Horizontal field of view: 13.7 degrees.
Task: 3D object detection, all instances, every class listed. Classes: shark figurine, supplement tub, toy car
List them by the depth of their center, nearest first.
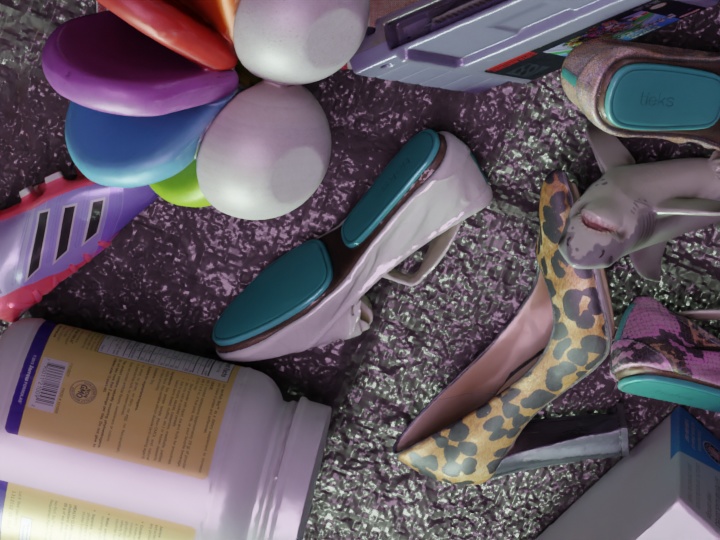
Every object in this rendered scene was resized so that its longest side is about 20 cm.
[{"bbox_3d":[-0.102,-0.126,1.645,0.175,0.150,0.200,38,122,38],"label":"toy car"},{"bbox_3d":[0.202,-0.024,1.740,0.214,0.128,0.090,0,126,-16],"label":"shark figurine"},{"bbox_3d":[-0.128,0.117,1.786,0.200,0.145,0.145,14,111,2],"label":"supplement tub"}]

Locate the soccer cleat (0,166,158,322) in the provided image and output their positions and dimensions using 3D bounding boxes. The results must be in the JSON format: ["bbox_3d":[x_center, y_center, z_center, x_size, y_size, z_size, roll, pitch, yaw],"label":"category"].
[{"bbox_3d":[-0.195,-0.011,1.786,0.200,0.067,0.076,-21,93,19],"label":"soccer cleat"}]

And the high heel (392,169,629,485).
[{"bbox_3d":[0.079,0.038,1.769,0.143,0.071,0.200,-8,118,3],"label":"high heel"}]

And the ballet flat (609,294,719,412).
[{"bbox_3d":[0.238,0.063,1.760,0.200,0.069,0.071,21,71,-20],"label":"ballet flat"}]

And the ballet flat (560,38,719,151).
[{"bbox_3d":[0.197,-0.101,1.700,0.200,0.067,0.068,11,100,-34],"label":"ballet flat"}]

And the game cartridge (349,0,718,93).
[{"bbox_3d":[0.108,-0.144,1.648,0.200,0.130,0.038,-21,71,34],"label":"game cartridge"}]

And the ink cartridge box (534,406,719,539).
[{"bbox_3d":[0.211,0.217,1.781,0.200,0.147,0.146,42,108,-9],"label":"ink cartridge box"}]

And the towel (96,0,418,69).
[{"bbox_3d":[-0.055,-0.188,1.733,0.200,0.023,0.144,4,112,7],"label":"towel"}]

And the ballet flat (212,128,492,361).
[{"bbox_3d":[0.000,0.000,1.776,0.200,0.069,0.069,-42,100,18],"label":"ballet flat"}]
